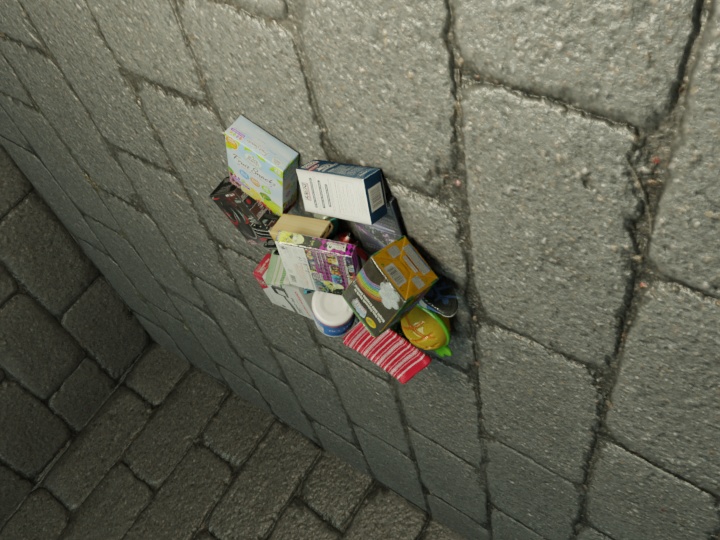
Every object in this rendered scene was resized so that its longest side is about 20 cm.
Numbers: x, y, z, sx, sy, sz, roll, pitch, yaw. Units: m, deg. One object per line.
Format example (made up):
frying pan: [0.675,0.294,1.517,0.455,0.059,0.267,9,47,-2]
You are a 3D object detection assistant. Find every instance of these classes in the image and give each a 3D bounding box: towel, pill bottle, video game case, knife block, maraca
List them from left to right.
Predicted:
knife block: [-0.166,-0.092,1.626,0.174,0.065,0.200,35,153,-2]
towel: [-0.178,-0.039,1.797,0.023,0.157,0.198,19,168,-35]
video game case: [-0.089,-0.010,1.573,0.176,0.037,0.201,12,153,12]
pill bottle: [-0.066,0.104,1.765,0.111,0.113,0.200,33,166,8]
video game case: [0.039,-0.102,1.537,0.141,0.019,0.202,22,151,33]
towel: [0.064,0.196,1.716,0.198,0.023,0.145,35,139,-9]
maraca: [0.160,0.141,1.679,0.135,0.107,0.202,24,153,35]

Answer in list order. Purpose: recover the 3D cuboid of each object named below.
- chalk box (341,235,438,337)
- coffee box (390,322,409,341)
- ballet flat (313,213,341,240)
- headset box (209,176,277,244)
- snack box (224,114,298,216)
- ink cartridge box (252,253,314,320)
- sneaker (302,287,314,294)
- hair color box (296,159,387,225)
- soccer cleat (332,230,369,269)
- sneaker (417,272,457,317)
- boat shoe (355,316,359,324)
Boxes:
chalk box: [0.053,0.048,1.515,0.126,0.123,0.201,51,139,11]
coffee box: [0.066,0.107,1.733,0.043,0.124,0.201,-19,121,33]
ballet flat: [-0.080,-0.095,1.678,0.064,0.066,0.202,57,163,25]
headset box: [-0.278,-0.150,1.819,0.147,0.076,0.201,2,137,52]
snack box: [-0.227,-0.235,1.614,0.167,0.068,0.201,34,153,11]
ink cartridge box: [-0.198,0.048,2.038,0.197,0.084,0.147,18,149,37]
sneaker: [-0.157,-0.019,1.823,0.200,0.081,0.074,47,158,39]
hair color box: [-0.040,-0.166,1.454,0.197,0.060,0.102,15,127,40]
soccer cleat: [0.000,0.000,1.655,0.200,0.085,0.069,47,-161,-7]
sneaker: [0.141,0.044,1.583,0.199,0.075,0.078,37,155,29]
boat shoe: [0.018,0.130,1.821,0.068,0.072,0.201,40,-168,-44]
